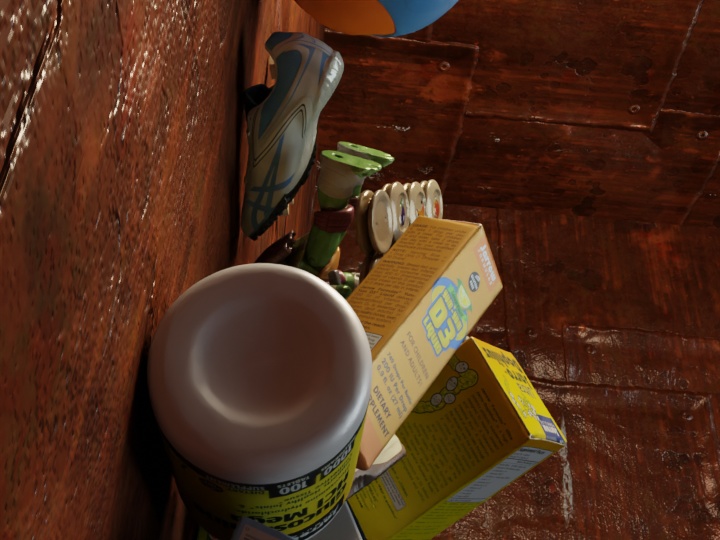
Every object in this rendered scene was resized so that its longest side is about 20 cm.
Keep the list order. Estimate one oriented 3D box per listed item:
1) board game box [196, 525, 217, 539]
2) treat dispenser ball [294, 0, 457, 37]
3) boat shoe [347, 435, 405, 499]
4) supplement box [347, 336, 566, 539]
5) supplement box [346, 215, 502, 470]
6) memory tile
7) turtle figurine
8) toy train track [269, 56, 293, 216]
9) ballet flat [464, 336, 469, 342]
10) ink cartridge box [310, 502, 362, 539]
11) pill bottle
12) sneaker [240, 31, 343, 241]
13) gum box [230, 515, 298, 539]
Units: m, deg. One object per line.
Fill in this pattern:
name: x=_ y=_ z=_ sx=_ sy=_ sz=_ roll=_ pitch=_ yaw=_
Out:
board game box: x=-0.110 y=0.292 z=0.773 sx=0.201 sy=0.047 sz=0.102 roll=97 pitch=-4 yaw=-47
treat dispenser ball: x=0.014 y=-0.308 z=0.835 sx=0.201 sy=0.198 sz=0.204 roll=-175 pitch=-90 yaw=-88
boat shoe: x=-0.045 y=0.158 z=0.745 sx=0.075 sy=0.075 sz=0.202 roll=-42 pitch=168 yaw=29
supplement box: x=0.075 y=0.171 z=0.908 sx=0.109 sy=0.199 sz=0.110 roll=23 pitch=32 yaw=-58
supplement box: x=0.026 y=0.046 z=0.697 sx=0.200 sy=0.068 sz=0.067 roll=-51 pitch=130 yaw=-34
memory tile: x=0.041 y=0.001 z=0.817 sx=0.200 sy=0.017 sz=0.156 roll=-20 pitch=108 yaw=-67
turtle figurine: x=0.000 y=0.000 z=0.832 sx=0.199 sy=0.143 sz=0.196 roll=29 pitch=-68 yaw=39
toy train track: x=-0.091 y=-0.145 z=0.979 sx=0.115 sy=0.032 sz=0.202 roll=84 pitch=2 yaw=-58
ballet flat: x=0.029 y=0.111 z=0.963 sx=0.200 sy=0.069 sz=0.070 roll=-42 pitch=-159 yaw=21
ink cartridge box: x=-0.060 y=0.236 z=0.878 sx=0.146 sy=0.083 sz=0.200 roll=64 pitch=-15 yaw=17
pill bottle: x=-0.054 y=0.092 z=0.541 sx=0.201 sy=0.111 sz=0.114 roll=97 pitch=-3 yaw=-60
sneaker: x=-0.073 y=-0.113 z=0.816 sx=0.072 sy=0.072 sz=0.201 roll=-58 pitch=173 yaw=-52
gum box: x=-0.074 y=0.231 z=0.493 sx=0.200 sy=0.044 sz=0.171 roll=96 pitch=16 yaw=-66
